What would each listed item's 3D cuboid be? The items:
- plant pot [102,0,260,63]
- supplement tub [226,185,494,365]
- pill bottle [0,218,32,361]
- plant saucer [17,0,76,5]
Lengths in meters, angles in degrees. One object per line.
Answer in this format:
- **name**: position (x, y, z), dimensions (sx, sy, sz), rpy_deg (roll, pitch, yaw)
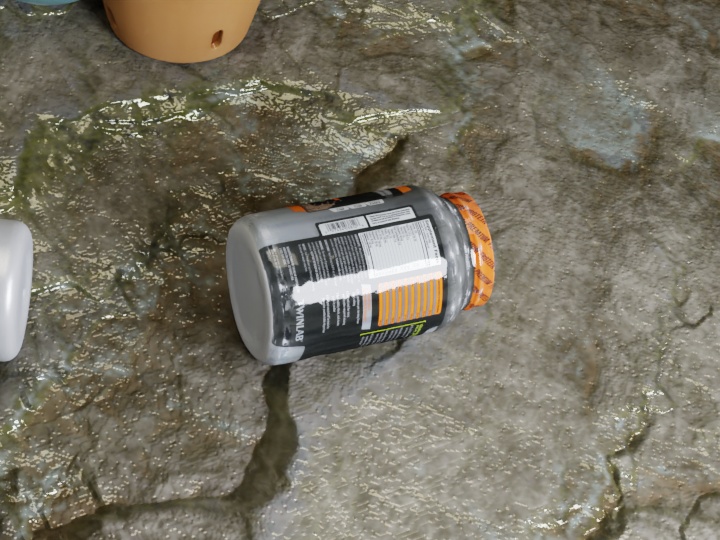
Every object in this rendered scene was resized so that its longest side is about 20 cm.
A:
- **plant pot**: position (-0.168, -0.292, 1.758), dimensions (0.198, 0.141, 0.201), rpy_deg (5, 46, -5)
- **supplement tub**: position (0.000, 0.000, 1.515), dimensions (0.198, 0.123, 0.123), rpy_deg (-11, 48, -20)
- **pill bottle**: position (-0.359, 0.007, 1.454), dimensions (0.198, 0.111, 0.111), rpy_deg (6, 45, -4)
- **plant saucer**: position (-0.341, -0.312, 1.781), dimensions (0.199, 0.028, 0.201), rpy_deg (27, 29, -16)
